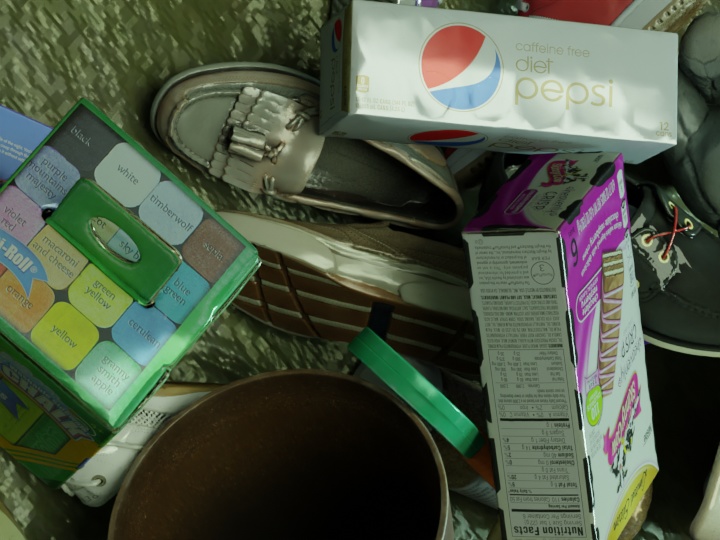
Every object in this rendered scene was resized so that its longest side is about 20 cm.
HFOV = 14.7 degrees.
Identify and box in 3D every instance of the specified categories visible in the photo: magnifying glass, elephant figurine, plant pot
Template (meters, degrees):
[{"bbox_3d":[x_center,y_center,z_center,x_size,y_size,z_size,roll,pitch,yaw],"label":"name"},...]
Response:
[{"bbox_3d":[0.051,0.088,1.566,0.022,0.080,0.200,-48,144,-1],"label":"magnifying glass"},{"bbox_3d":[0.260,-0.096,1.767,0.141,0.200,0.155,44,105,13],"label":"elephant figurine"},{"bbox_3d":[-0.023,0.187,1.547,0.187,0.186,0.200,-52,148,-22],"label":"plant pot"}]

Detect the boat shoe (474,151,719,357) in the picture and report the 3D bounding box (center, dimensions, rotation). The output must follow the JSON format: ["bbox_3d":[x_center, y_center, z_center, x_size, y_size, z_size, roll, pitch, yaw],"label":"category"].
[{"bbox_3d":[0.162,-0.013,1.645,0.200,0.063,0.074,27,54,10],"label":"boat shoe"}]

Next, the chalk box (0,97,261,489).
[{"bbox_3d":[-0.142,0.011,1.395,0.124,0.200,0.124,41,68,-2],"label":"chalk box"}]

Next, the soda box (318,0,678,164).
[{"bbox_3d":[0.078,-0.106,1.590,0.198,0.064,0.069,4,80,-16],"label":"soda box"}]

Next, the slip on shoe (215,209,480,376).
[{"bbox_3d":[0.000,0.000,1.612,0.199,0.076,0.061,16,52,-1],"label":"slip on shoe"}]

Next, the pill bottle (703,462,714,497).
[{"bbox_3d":[0.314,0.087,1.811,0.111,0.111,0.201,43,68,-25],"label":"pill bottle"}]

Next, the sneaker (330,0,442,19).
[{"bbox_3d":[0.052,-0.190,1.671,0.114,0.072,0.202,16,81,-35],"label":"sneaker"}]

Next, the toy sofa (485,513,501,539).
[{"bbox_3d":[0.163,0.199,1.677,0.199,0.083,0.098,13,37,-14],"label":"toy sofa"}]

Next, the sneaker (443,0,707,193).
[{"bbox_3d":[0.104,-0.145,1.695,0.200,0.071,0.113,-41,76,8],"label":"sneaker"}]

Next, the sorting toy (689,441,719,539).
[{"bbox_3d":[0.303,0.096,1.708,0.184,0.036,0.201,23,85,-30],"label":"sorting toy"}]

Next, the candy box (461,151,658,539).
[{"bbox_3d":[0.115,0.049,1.573,0.136,0.061,0.201,-46,132,-61],"label":"candy box"}]

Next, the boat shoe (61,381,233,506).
[{"bbox_3d":[-0.145,0.095,1.537,0.199,0.071,0.070,3,88,-34],"label":"boat shoe"}]

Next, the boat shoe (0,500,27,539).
[{"bbox_3d":[-0.245,0.109,1.474,0.063,0.073,0.201,-45,119,-30],"label":"boat shoe"}]

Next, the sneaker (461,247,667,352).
[{"bbox_3d":[0.115,0.035,1.706,0.199,0.100,0.070,-7,50,-11],"label":"sneaker"}]

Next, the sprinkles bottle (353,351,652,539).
[{"bbox_3d":[0.083,0.109,1.687,0.199,0.068,0.069,25,76,-31],"label":"sprinkles bottle"}]

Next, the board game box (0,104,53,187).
[{"bbox_3d":[-0.253,-0.040,1.485,0.199,0.045,0.135,24,76,-30],"label":"board game box"}]

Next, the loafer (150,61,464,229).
[{"bbox_3d":[-0.024,-0.068,1.612,0.199,0.063,0.072,14,111,-33],"label":"loafer"}]
